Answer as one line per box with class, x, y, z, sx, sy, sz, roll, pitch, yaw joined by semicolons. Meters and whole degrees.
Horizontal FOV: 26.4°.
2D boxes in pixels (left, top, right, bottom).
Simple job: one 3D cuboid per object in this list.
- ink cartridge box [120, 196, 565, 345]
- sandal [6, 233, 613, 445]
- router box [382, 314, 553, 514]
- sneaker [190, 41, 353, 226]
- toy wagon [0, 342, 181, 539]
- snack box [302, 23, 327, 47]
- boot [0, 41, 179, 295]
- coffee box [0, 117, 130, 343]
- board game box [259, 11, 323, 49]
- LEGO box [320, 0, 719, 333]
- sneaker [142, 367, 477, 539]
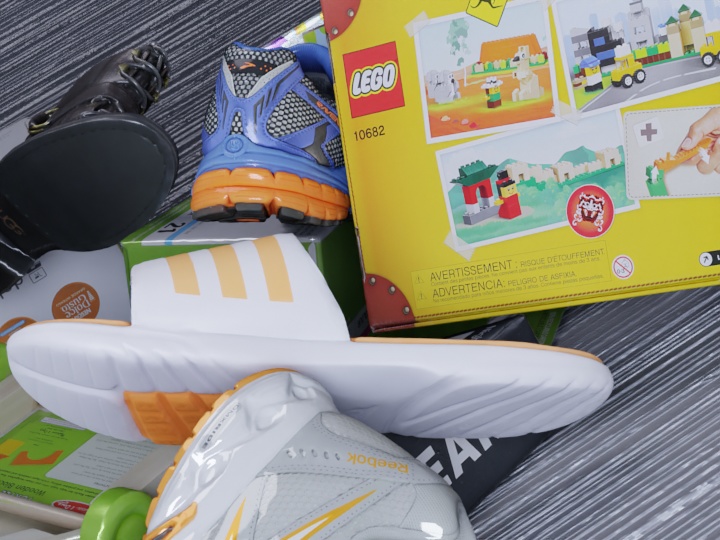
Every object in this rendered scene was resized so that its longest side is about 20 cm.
ink cartridge box;0.000;0.000;0.783;0.198;0.077;0.148;-3;14;15
sandal;-0.016;0.022;0.530;0.204;0.060;0.079;3;-26;-10
router box;-0.028;0.098;0.606;0.149;0.051;0.200;-21;12;48
sneaker;-0.015;-0.061;0.693;0.074;0.079;0.200;3;4;14
toy wagon;-0.131;0.083;0.584;0.154;0.040;0.200;6;31;37
snack box;0.073;-0.141;0.827;0.141;0.054;0.200;-15;9;28
boot;-0.149;-0.077;0.856;0.199;0.069;0.175;-23;26;36
coffee box;-0.238;0.053;1.012;0.199;0.199;0.200;-31;29;-10
board game box;0.020;-0.070;0.975;0.102;0.201;0.105;-30;6;1
LEGO box;0.091;-0.064;0.609;0.198;0.151;0.077;-9;-1;33
sneaker;-0.040;0.120;0.426;0.201;0.091;0.076;-54;-28;-24
